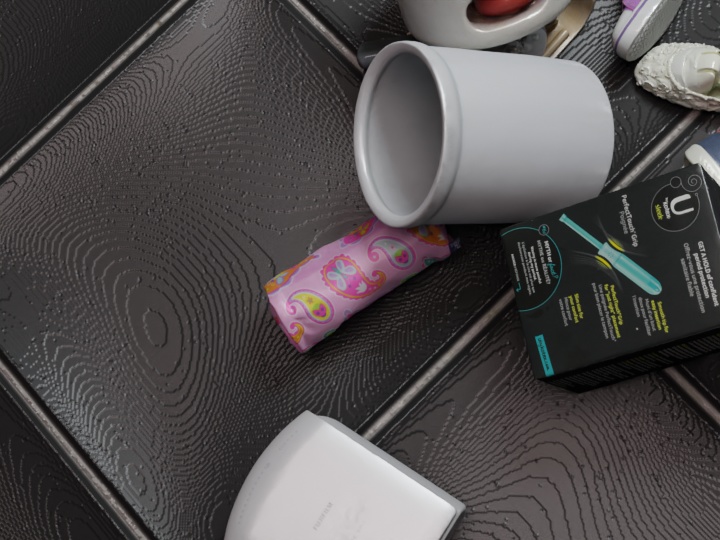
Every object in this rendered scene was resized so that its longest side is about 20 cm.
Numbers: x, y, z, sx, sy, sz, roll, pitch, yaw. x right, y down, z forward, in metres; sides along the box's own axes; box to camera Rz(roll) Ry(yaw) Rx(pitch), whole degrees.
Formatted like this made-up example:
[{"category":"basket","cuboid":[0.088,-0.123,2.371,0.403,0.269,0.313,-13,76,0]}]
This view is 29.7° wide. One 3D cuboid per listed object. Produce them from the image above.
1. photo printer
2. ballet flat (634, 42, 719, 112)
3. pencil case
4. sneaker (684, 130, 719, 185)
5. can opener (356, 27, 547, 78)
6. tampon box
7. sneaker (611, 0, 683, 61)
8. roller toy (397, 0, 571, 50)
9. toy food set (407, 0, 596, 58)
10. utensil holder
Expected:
[{"category":"photo printer","cuboid":[-0.022,0.244,1.306,0.199,0.070,0.167,32,82,15]},{"category":"ballet flat","cuboid":[0.376,-0.193,1.365,0.198,0.072,0.073,18,78,14]},{"category":"pencil case","cuboid":[0.000,0.000,1.363,0.199,0.088,0.088,-33,73,-2]},{"category":"sneaker","cuboid":[0.404,-0.060,1.319,0.084,0.075,0.201,-34,74,-1]},{"category":"can opener","cuboid":[0.095,-0.230,1.384,0.197,0.053,0.067,-11,44,11]},{"category":"tampon box","cuboid":[0.256,0.013,1.266,0.198,0.126,0.152,-18,72,23]},{"category":"sneaker","cuboid":[0.286,-0.313,1.413,0.113,0.073,0.202,27,70,18]},{"category":"roller toy","cuboid":[0.116,-0.314,1.314,0.198,0.141,0.183,8,44,34]},{"category":"toy food set","cuboid":[0.130,-0.253,1.420,0.143,0.060,0.200,41,84,16]},{"category":"utensil holder","cuboid":[0.117,-0.126,1.295,0.198,0.170,0.172,0,71,-30]}]
